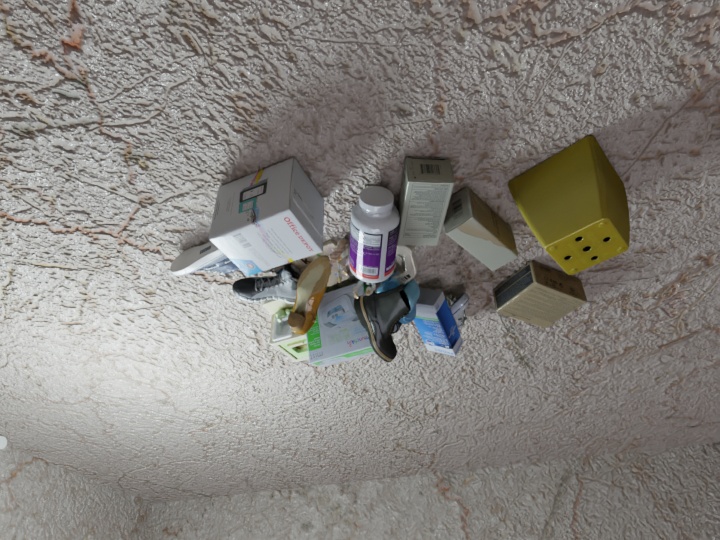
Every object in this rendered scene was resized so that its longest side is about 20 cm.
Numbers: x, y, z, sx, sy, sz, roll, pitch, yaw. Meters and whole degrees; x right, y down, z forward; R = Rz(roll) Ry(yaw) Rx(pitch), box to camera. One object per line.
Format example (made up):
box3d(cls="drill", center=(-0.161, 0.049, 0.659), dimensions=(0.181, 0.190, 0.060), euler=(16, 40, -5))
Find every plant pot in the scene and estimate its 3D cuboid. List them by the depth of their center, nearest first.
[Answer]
box3d(cls="plant pot", center=(0.455, -0.116, 1.119), dimensions=(0.197, 0.181, 0.198), euler=(-28, 137, 33))

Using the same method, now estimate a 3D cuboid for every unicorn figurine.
box3d(cls="unicorn figurine", center=(0.000, 0.000, 1.320), dimensions=(0.072, 0.140, 0.203), euler=(-8, 130, 26))

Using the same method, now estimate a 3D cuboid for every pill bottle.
box3d(cls="pill bottle", center=(0.031, -0.080, 1.188), dimensions=(0.108, 0.114, 0.204), euler=(1, 130, -3))

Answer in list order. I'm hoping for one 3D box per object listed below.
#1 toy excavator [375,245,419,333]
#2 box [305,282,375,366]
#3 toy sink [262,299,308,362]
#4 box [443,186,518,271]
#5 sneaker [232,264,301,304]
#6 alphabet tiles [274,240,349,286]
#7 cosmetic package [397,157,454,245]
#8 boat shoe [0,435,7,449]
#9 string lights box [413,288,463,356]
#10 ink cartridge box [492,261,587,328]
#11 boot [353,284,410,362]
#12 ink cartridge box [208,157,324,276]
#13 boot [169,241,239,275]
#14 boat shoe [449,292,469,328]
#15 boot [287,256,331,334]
box3d(cls="toy excavator", center=(0.106, 0.035, 1.358), dimensions=(0.198, 0.100, 0.196), euler=(-32, 101, 38))
box3d(cls="box", center=(-0.048, 0.152, 1.449), dimensions=(0.195, 0.182, 0.096), euler=(-17, 159, 22))
box3d(cls="toy sink", center=(-0.186, 0.170, 1.536), dimensions=(0.127, 0.115, 0.201), euler=(-16, 141, 19))
box3d(cls="box", center=(0.276, -0.092, 1.217), dimensions=(0.077, 0.097, 0.198), euler=(-30, 137, 33))
box3d(cls="sneaker", center=(-0.224, 0.023, 1.355), dimensions=(0.194, 0.077, 0.116), euler=(4, 140, -26))
box3d(cls="alphabet tiles", center=(-0.124, -0.014, 1.373), dimensions=(0.196, 0.015, 0.195), euler=(-22, 139, 26))
box3d(cls="cosmetic package", center=(0.136, -0.146, 1.155), dimensions=(0.101, 0.073, 0.203), euler=(1, 144, -5))
box3d(cls="boat shoe", center=(-1.624, 0.723, 2.277), dimensions=(0.066, 0.074, 0.201), euler=(-9, 152, 10))
box3d(cls="string lights box", center=(0.208, 0.146, 1.486), dimensions=(0.101, 0.059, 0.203), euler=(7, 136, 41))
box3d(cls="ink cartridge box", center=(0.492, 0.071, 1.460), dimensions=(0.195, 0.077, 0.165), euler=(17, 141, -25))
box3d(cls="boot", center=(0.083, 0.137, 1.329), dimensions=(0.135, 0.078, 0.203), euler=(-18, 121, 21))
box3d(cls="ink cartridge box", center=(-0.192, -0.110, 1.127), dimensions=(0.194, 0.150, 0.147), euler=(-16, 142, 19))
box3d(cls="boot", center=(-0.373, -0.016, 1.309), dimensions=(0.195, 0.074, 0.091), euler=(-19, 135, 21))
box3d(cls="boat shoe", center=(0.278, 0.132, 1.525), dimensions=(0.067, 0.073, 0.201), euler=(43, 153, 9))
box3d(cls="boot", center=(-0.127, 0.068, 1.376), dimensions=(0.069, 0.206, 0.144), euler=(25, 173, 9))
